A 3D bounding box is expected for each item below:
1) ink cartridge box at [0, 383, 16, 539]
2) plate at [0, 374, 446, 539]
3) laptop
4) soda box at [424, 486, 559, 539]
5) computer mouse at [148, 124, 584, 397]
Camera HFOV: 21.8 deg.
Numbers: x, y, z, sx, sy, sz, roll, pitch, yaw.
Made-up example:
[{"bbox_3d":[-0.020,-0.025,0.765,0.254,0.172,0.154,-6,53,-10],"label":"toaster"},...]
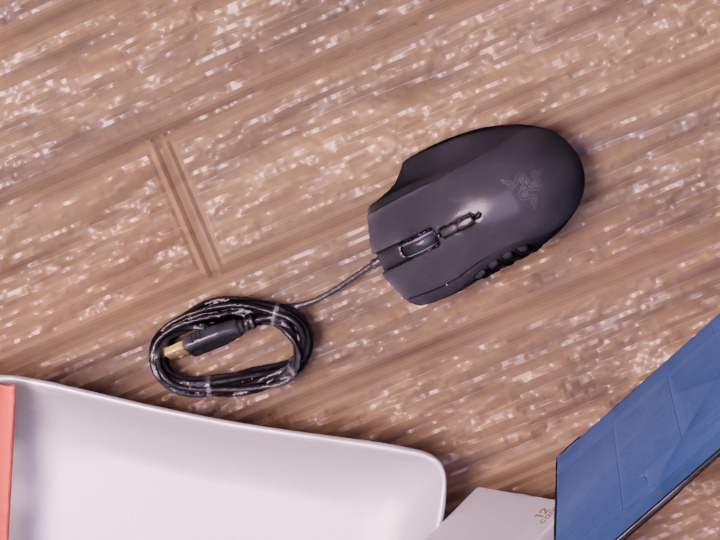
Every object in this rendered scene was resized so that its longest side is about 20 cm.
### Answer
[{"bbox_3d":[-0.244,0.089,0.776,0.198,0.050,0.110,7,99,17],"label":"ink cartridge box"},{"bbox_3d":[-0.073,0.155,0.790,0.198,0.032,0.202,10,98,5],"label":"plate"},{"bbox_3d":[0.112,-0.014,0.667,0.115,0.187,0.202,-8,97,7],"label":"laptop"},{"bbox_3d":[0.014,0.173,0.708,0.200,0.063,0.068,-41,111,-27],"label":"soda box"},{"bbox_3d":[0.000,0.000,0.760,0.199,0.034,0.059,-30,94,10],"label":"computer mouse"}]
